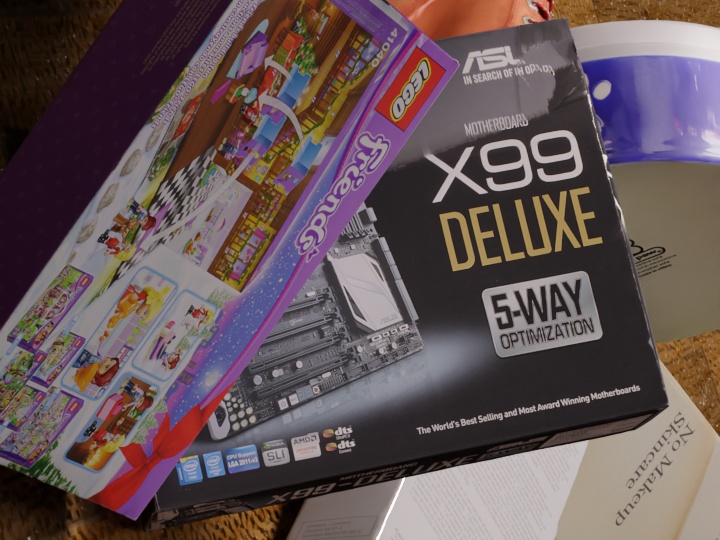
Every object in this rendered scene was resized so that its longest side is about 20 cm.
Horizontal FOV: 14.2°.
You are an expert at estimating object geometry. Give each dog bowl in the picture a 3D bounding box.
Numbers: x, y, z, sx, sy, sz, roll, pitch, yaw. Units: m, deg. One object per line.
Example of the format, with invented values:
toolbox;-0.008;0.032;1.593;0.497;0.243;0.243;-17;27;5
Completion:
dog bowl;0.131;-0.039;1.442;0.200;0.200;0.079;43;37;-53

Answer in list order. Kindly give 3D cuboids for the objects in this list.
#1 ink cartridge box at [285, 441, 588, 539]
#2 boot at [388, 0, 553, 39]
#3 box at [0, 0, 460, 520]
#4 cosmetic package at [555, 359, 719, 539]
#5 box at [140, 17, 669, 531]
ink cartridge box;0.034;0.099;1.231;0.109;0.050;0.200;60;37;-30
boot;0.064;-0.116;1.294;0.200;0.107;0.075;-34;139;-27
box;-0.063;-0.019;0.961;0.039;0.200;0.137;36;1;30
cosmetic package;0.106;0.086;1.393;0.073;0.104;0.200;31;-10;42
box;0.000;0.000;1.085;0.050;0.200;0.158;126;-47;-72
